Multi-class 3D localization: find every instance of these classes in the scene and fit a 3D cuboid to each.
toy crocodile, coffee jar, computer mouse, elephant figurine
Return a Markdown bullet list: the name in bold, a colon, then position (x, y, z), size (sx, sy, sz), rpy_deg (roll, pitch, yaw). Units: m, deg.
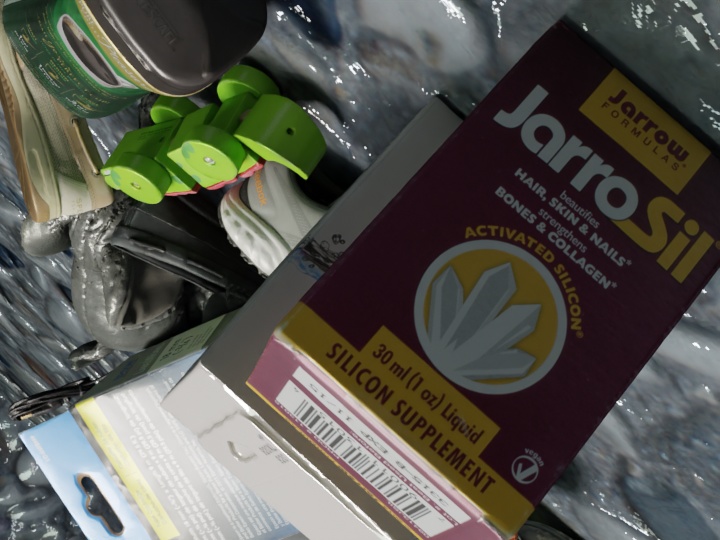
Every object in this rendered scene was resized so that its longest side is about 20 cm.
- **toy crocodile**: position (-0.099, -0.078, 0.922), size (0.200, 0.068, 0.062), rpy_deg (-10, 135, 47)
- **coffee jar**: position (-0.135, -0.150, 0.847), size (0.104, 0.085, 0.200), rpy_deg (52, 158, -20)
- **computer mouse**: position (-0.181, 0.085, 1.130), size (0.059, 0.200, 0.034), rpy_deg (-6, -105, -82)
- **elephant figurine**: position (-0.180, -0.026, 1.080), size (0.141, 0.156, 0.200), rpy_deg (-2, 159, 13)

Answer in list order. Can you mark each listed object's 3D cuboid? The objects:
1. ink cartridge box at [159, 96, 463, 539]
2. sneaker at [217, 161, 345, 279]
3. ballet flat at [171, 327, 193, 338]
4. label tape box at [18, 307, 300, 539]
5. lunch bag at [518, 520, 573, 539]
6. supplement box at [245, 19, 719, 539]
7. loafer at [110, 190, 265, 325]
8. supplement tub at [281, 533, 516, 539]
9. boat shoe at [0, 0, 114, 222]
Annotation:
- **ink cartridge box**: position (0.013, 0.040, 0.800), size (0.145, 0.200, 0.147), rpy_deg (42, 160, -2)
- **sneaker**: position (0.000, 0.000, 0.917), size (0.200, 0.079, 0.074), rpy_deg (43, -156, 6)
- **ballet flat**: position (-0.129, 0.057, 1.230), size (0.067, 0.200, 0.064), rpy_deg (14, 121, -12)
- **label tape box**: position (-0.102, 0.116, 0.962), size (0.200, 0.063, 0.144), rpy_deg (-23, 107, 20)
- **lunch bag**: position (0.142, 0.298, 1.210), size (0.168, 0.139, 0.200), rpy_deg (54, 162, 12)
- **supplement box**: position (0.064, 0.012, 0.647), size (0.131, 0.200, 0.103), rpy_deg (40, 160, 2)
- **loafer**: position (-0.080, 0.015, 0.985), size (0.200, 0.070, 0.068), rpy_deg (36, 169, 7)
- **supplement tub**: position (0.015, 0.177, 1.064), size (0.199, 0.123, 0.123), rpy_deg (-3, 149, 5)
- **boat shoe**: position (-0.218, -0.136, 1.000), size (0.072, 0.065, 0.201), rpy_deg (158, 99, -73)
